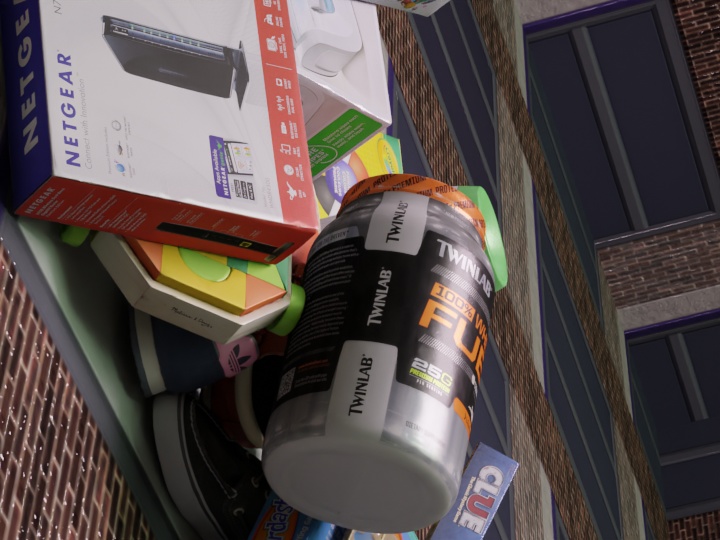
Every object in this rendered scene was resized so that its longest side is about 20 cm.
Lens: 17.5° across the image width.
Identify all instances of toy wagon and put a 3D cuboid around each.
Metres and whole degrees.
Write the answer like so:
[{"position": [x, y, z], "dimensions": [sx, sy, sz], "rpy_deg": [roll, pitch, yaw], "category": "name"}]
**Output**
[{"position": [-0.102, -0.048, 1.422], "dimensions": [0.154, 0.040, 0.201], "rpy_deg": [24, 44, -24], "category": "toy wagon"}]

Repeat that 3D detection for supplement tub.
[{"position": [0.015, 0.048, 1.432], "dimensions": [0.123, 0.122, 0.201], "rpy_deg": [61, 34, -50], "category": "supplement tub"}]

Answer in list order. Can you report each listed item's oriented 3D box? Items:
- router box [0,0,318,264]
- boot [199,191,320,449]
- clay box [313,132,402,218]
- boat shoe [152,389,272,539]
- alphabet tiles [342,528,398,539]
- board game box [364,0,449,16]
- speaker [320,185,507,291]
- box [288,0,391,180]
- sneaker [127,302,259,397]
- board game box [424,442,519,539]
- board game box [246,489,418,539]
[{"position": [-0.121, -0.114, 1.373], "dimensions": [0.179, 0.049, 0.201], "rpy_deg": [11, 58, -35], "category": "router box"}, {"position": [-0.056, 0.019, 1.506], "dimensions": [0.107, 0.074, 0.202], "rpy_deg": [-158, -108, -75], "category": "boot"}, {"position": [-0.025, -0.060, 1.794], "dimensions": [0.199, 0.047, 0.116], "rpy_deg": [15, 61, -47], "category": "clay box"}, {"position": [-0.077, 0.146, 1.495], "dimensions": [0.069, 0.056, 0.201], "rpy_deg": [-90, 162, -47], "category": "boat shoe"}, {"position": [-0.004, 0.271, 1.471], "dimensions": [0.167, 0.008, 0.201], "rpy_deg": [56, 50, -46], "category": "alphabet tiles"}, {"position": [-0.019, -0.262, 1.585], "dimensions": [0.199, 0.064, 0.148], "rpy_deg": [5, 58, -50], "category": "board game box"}, {"position": [0.000, 0.000, 1.666], "dimensions": [0.088, 0.199, 0.089], "rpy_deg": [-14, 90, -78], "category": "speaker"}, {"position": [-0.082, -0.185, 1.584], "dimensions": [0.176, 0.096, 0.201], "rpy_deg": [27, 43, -38], "category": "box"}, {"position": [-0.102, -0.007, 1.479], "dimensions": [0.070, 0.081, 0.201], "rpy_deg": [75, 8, -52], "category": "sneaker"}, {"position": [0.042, 0.234, 1.643], "dimensions": [0.201, 0.034, 0.136], "rpy_deg": [-60, 176, -34], "category": "board game box"}, {"position": [-0.030, 0.218, 1.479], "dimensions": [0.201, 0.045, 0.153], "rpy_deg": [-62, 144, -34], "category": "board game box"}]
